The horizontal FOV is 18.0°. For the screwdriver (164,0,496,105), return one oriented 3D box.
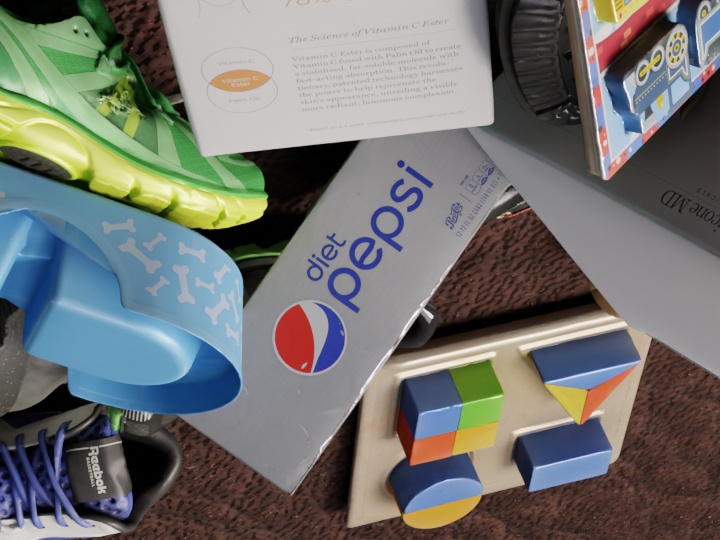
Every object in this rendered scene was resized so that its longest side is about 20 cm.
[{"bbox_3d":[-0.010,-0.095,0.995,0.199,0.028,0.029,-22,122,2],"label":"screwdriver"}]

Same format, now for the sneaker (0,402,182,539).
[{"bbox_3d":[-0.174,0.103,1.150,0.199,0.081,0.115,-10,175,-30],"label":"sneaker"}]

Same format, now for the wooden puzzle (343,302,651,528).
[{"bbox_3d":[0.087,0.095,1.362,0.184,0.046,0.200,-13,148,-15],"label":"wooden puzzle"}]

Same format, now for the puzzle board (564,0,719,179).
[{"bbox_3d":[0.131,-0.146,0.797,0.200,0.017,0.151,-44,137,-35],"label":"puzzle board"}]

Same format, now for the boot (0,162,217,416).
[{"bbox_3d":[-0.124,-0.006,1.083,0.130,0.068,0.200,-15,150,-34],"label":"boot"}]

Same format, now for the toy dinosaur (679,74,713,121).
[{"bbox_3d":[0.128,-0.162,0.875,0.077,0.201,0.102,22,157,-20],"label":"toy dinosaur"}]

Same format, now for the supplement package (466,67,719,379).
[{"bbox_3d":[0.166,-0.026,0.936,0.111,0.200,0.156,-47,126,-7],"label":"supplement package"}]

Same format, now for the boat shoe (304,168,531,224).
[{"bbox_3d":[0.067,-0.051,1.099,0.201,0.074,0.063,-31,140,7],"label":"boat shoe"}]

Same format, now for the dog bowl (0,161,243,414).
[{"bbox_3d":[-0.139,0.001,0.943,0.199,0.050,0.111,20,154,-11],"label":"dog bowl"}]

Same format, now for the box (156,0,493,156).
[{"bbox_3d":[-0.018,-0.144,0.858,0.124,0.098,0.200,-6,148,2],"label":"box"}]

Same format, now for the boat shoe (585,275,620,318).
[{"bbox_3d":[0.211,-0.043,1.214,0.200,0.074,0.069,-36,158,23],"label":"boat shoe"}]

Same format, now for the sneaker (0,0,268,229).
[{"bbox_3d":[-0.110,-0.072,0.938,0.200,0.084,0.074,27,162,-39],"label":"sneaker"}]

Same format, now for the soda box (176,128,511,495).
[{"bbox_3d":[0.000,0.000,1.028,0.200,0.068,0.063,-56,178,2],"label":"soda box"}]

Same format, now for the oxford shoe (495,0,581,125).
[{"bbox_3d":[0.078,-0.142,0.834,0.072,0.085,0.201,-10,133,-5],"label":"oxford shoe"}]

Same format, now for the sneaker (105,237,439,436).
[{"bbox_3d":[-0.038,0.033,1.112,0.200,0.084,0.077,-25,150,-37],"label":"sneaker"}]
